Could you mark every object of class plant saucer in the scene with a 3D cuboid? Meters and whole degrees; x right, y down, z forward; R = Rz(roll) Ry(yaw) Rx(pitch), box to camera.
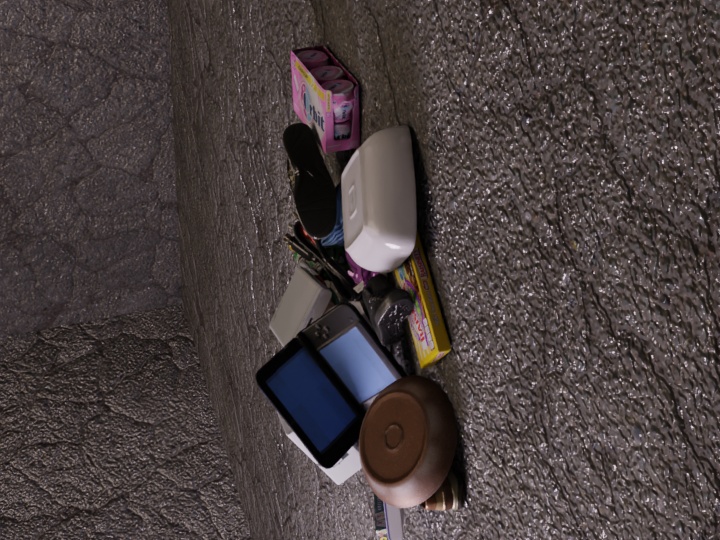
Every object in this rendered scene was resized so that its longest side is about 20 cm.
[{"bbox_3d":[0.060,0.257,1.561,0.199,0.036,0.203,-20,61,40],"label":"plant saucer"}]

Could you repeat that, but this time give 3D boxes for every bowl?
[{"bbox_3d":[0.021,-0.103,1.547,0.200,0.074,0.203,136,132,-71],"label":"bowl"}]

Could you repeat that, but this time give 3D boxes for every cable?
[{"bbox_3d":[-0.064,-0.031,1.851,0.199,0.050,0.098,38,135,16],"label":"cable"}]

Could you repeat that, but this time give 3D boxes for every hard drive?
[{"bbox_3d":[0.054,0.346,1.710,0.200,0.025,0.134,-74,-23,-78],"label":"hard drive"},{"bbox_3d":[-0.112,0.073,1.868,0.133,0.026,0.200,-63,18,3],"label":"hard drive"}]

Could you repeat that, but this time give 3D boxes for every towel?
[{"bbox_3d":[-0.022,-0.108,1.745,0.200,0.048,0.113,146,131,-72],"label":"towel"}]

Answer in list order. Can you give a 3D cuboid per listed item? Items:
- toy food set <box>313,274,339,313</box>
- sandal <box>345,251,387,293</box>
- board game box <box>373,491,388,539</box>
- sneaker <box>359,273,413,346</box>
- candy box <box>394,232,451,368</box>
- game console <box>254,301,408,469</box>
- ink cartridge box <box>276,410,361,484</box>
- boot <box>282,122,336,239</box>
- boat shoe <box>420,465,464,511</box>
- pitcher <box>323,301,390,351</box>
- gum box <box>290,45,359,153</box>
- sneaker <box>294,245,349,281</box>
[{"bbox_3d":[-0.045,0.107,1.930,0.199,0.048,0.201,56,163,20],"label":"toy food set"},{"bbox_3d":[0.000,0.007,1.770,0.203,0.049,0.083,-129,33,-61],"label":"sandal"},{"bbox_3d":[0.036,0.378,1.744,0.105,0.023,0.202,75,-171,-46],"label":"board game box"},{"bbox_3d":[0.035,0.048,1.591,0.200,0.059,0.105,93,158,-64],"label":"sneaker"},{"bbox_3d":[0.087,0.040,1.550,0.102,0.026,0.202,117,140,-69],"label":"candy box"},{"bbox_3d":[-0.037,0.185,1.647,0.201,0.170,0.118,52,-152,-7],"label":"game console"},{"bbox_3d":[-0.082,0.305,2.013,0.200,0.083,0.147,53,-176,-40],"label":"ink cartridge box"},{"bbox_3d":[-0.083,-0.137,1.782,0.154,0.073,0.206,84,171,-76],"label":"boot"},{"bbox_3d":[0.094,0.318,1.606,0.200,0.073,0.077,-153,55,-69],"label":"boat shoe"},{"bbox_3d":[0.013,0.164,1.746,0.171,0.121,0.202,14,126,49],"label":"pitcher"},{"bbox_3d":[-0.060,-0.295,1.764,0.200,0.065,0.115,-123,27,-51],"label":"gum box"},{"bbox_3d":[-0.073,-0.014,1.953,0.200,0.077,0.086,150,109,-72],"label":"sneaker"}]
